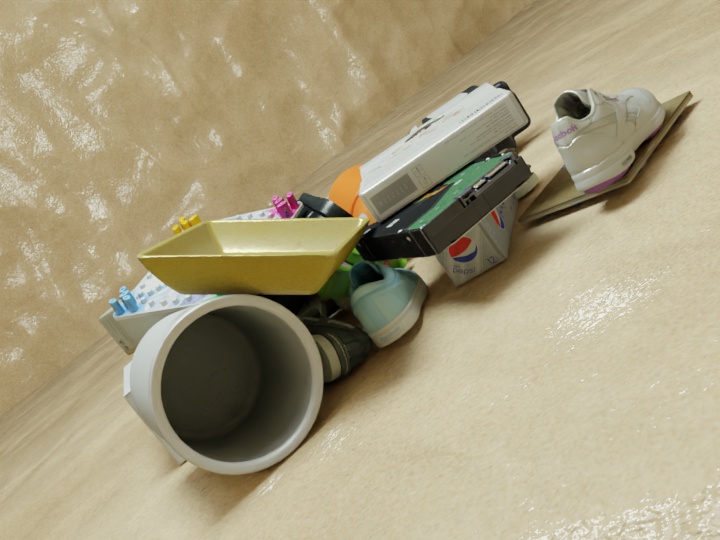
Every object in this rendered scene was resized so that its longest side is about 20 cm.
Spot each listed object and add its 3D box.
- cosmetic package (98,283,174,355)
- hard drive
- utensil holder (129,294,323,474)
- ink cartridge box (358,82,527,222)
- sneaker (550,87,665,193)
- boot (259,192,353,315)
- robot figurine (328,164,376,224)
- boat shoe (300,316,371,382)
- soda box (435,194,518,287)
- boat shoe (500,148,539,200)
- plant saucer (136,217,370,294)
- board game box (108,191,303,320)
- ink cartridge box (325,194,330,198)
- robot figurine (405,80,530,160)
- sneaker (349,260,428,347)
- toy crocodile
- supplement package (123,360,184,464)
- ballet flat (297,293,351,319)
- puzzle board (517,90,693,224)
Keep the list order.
[{"bbox_3d":[-0.267,0.036,1.245,0.200,0.073,0.104,-26,15,40],"label":"cosmetic package"},{"bbox_3d":[0.082,-0.065,0.959,0.140,0.038,0.200,-40,11,-18],"label":"hard drive"},{"bbox_3d":[-0.151,0.113,0.927,0.170,0.170,0.200,-40,12,-20],"label":"utensil holder"},{"bbox_3d":[0.090,-0.145,1.047,0.200,0.045,0.176,-33,12,9],"label":"ink cartridge box"},{"bbox_3d":[0.257,-0.162,0.926,0.075,0.100,0.200,-29,12,41],"label":"sneaker"},{"bbox_3d":[-0.086,-0.013,1.155,0.168,0.076,0.200,-54,13,-3],"label":"boot"},{"bbox_3d":[0.026,-0.089,1.268,0.144,0.117,0.200,-19,23,-17],"label":"robot figurine"},{"bbox_3d":[-0.050,0.087,1.012,0.062,0.073,0.200,-24,9,-23],"label":"boat shoe"},{"bbox_3d":[0.134,-0.058,1.035,0.068,0.064,0.200,-31,13,24],"label":"soda box"},{"bbox_3d":[0.152,-0.111,1.194,0.072,0.060,0.202,-45,14,-33],"label":"boat shoe"},{"bbox_3d":[-0.101,-0.015,0.926,0.199,0.049,0.200,0,13,11],"label":"plant saucer"},{"bbox_3d":[-0.192,-0.021,1.104,0.200,0.026,0.200,-10,32,29],"label":"board game box"},{"bbox_3d":[-0.050,-0.037,1.348,0.068,0.116,0.200,-28,13,28],"label":"ink cartridge box"},{"bbox_3d":[0.162,-0.210,1.391,0.200,0.125,0.150,-33,-6,11],"label":"robot figurine"},{"bbox_3d":[0.027,0.016,1.003,0.074,0.082,0.200,-33,9,8],"label":"sneaker"},{"bbox_3d":[0.000,0.000,1.096,0.068,0.062,0.200,-62,-14,17],"label":"toy crocodile"},{"bbox_3d":[-0.213,0.137,1.149,0.156,0.111,0.200,-38,11,-10],"label":"supplement package"},{"bbox_3d":[-0.052,0.047,1.190,0.200,0.068,0.075,-40,33,9],"label":"ballet flat"},{"bbox_3d":[0.279,-0.125,1.003,0.151,0.017,0.200,-23,17,50],"label":"puzzle board"}]
